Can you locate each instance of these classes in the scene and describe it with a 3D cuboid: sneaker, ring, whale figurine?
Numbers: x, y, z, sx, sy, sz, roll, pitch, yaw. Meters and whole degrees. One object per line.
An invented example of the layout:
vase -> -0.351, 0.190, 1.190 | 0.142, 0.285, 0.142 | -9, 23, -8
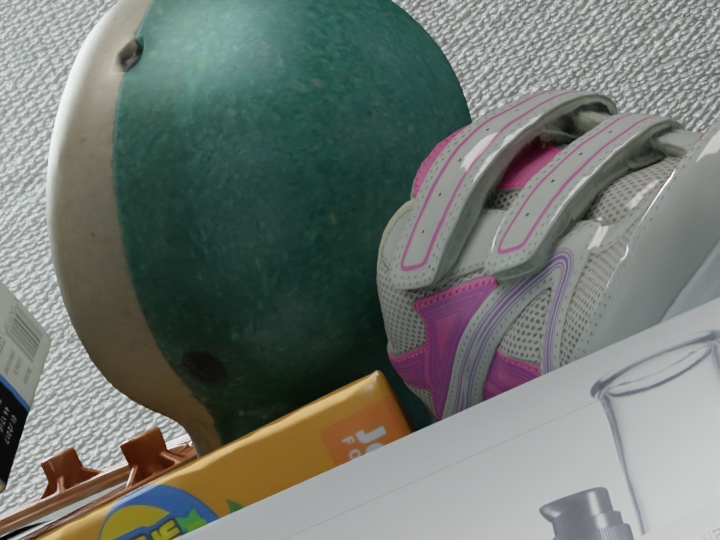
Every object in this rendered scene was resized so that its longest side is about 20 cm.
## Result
sneaker -> 0.048, 0.000, 0.655 | 0.081, 0.088, 0.200 | -35, -6, -26
ring -> -0.114, 0.078, 0.870 | 0.200, 0.019, 0.200 | -25, 0, 0
whale figurine -> 0.000, 0.000, 0.798 | 0.104, 0.200, 0.159 | -11, 48, 30

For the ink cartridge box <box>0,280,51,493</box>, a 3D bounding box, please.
ink cartridge box -> -0.175, 0.083, 0.795 | 0.200, 0.039, 0.100 | -36, 18, 15

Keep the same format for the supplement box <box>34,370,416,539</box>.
supplement box -> -0.065, 0.102, 0.714 | 0.200, 0.067, 0.069 | -26, -26, -3

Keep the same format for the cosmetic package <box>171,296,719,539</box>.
cosmetic package -> 0.026, 0.089, 0.510 | 0.200, 0.052, 0.151 | -25, 31, 9

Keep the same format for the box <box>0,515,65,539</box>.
box -> -0.123, 0.151, 0.873 | 0.152, 0.107, 0.200 | -25, 2, -24
